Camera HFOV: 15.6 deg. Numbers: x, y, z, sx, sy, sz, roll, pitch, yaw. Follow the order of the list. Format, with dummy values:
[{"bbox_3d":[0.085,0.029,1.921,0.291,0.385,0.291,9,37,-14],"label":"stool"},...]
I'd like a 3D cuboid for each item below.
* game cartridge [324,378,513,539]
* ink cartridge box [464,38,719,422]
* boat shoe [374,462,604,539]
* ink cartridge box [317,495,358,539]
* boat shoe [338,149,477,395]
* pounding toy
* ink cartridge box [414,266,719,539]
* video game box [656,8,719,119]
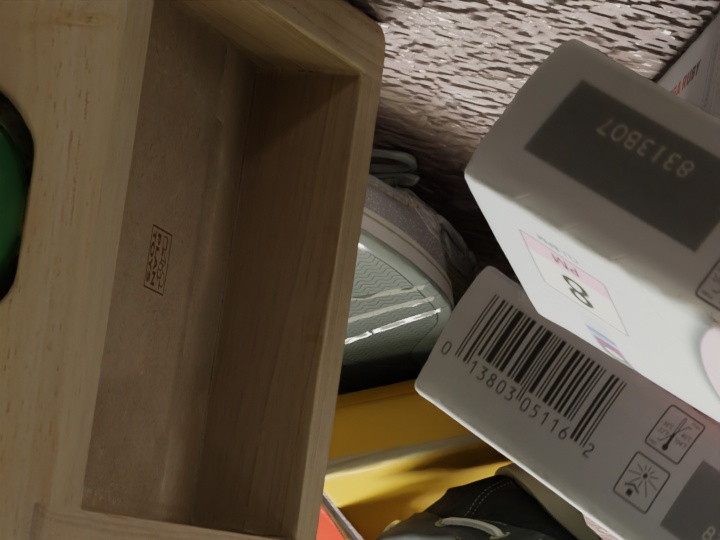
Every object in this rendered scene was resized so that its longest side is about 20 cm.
[{"bbox_3d":[0.086,0.053,0.938,0.200,0.033,0.176,-14,166,2],"label":"game cartridge"},{"bbox_3d":[0.121,0.044,0.624,0.162,0.057,0.200,33,163,32],"label":"ink cartridge box"},{"bbox_3d":[0.055,0.114,0.806,0.067,0.072,0.200,-12,-166,-13],"label":"boat shoe"},{"bbox_3d":[-0.034,0.098,1.007,0.200,0.050,0.162,55,179,26],"label":"ink cartridge box"},{"bbox_3d":[0.002,0.000,0.877,0.074,0.065,0.202,-15,160,16],"label":"boat shoe"},{"bbox_3d":[-0.100,-0.024,0.643,0.142,0.185,0.200,5,173,22],"label":"pounding toy"},{"bbox_3d":[0.128,0.081,0.789,0.160,0.047,0.200,34,-176,39],"label":"ink cartridge box"},{"bbox_3d":[0.166,-0.008,0.696,0.200,0.047,0.182,14,171,-3],"label":"video game box"}]
